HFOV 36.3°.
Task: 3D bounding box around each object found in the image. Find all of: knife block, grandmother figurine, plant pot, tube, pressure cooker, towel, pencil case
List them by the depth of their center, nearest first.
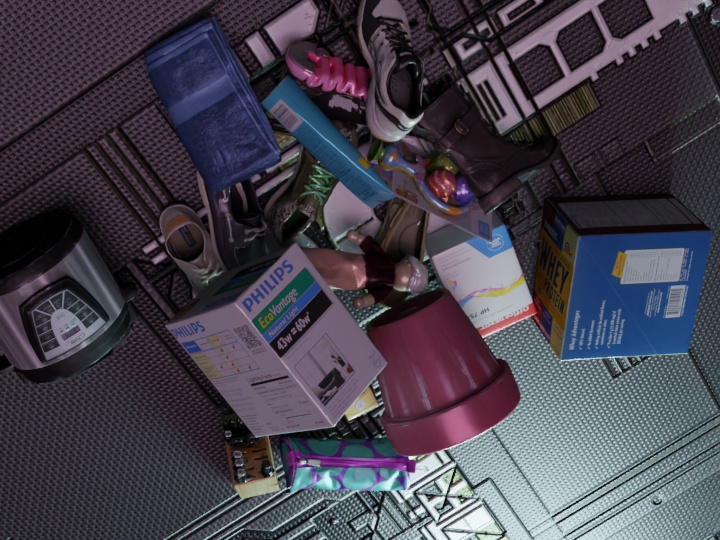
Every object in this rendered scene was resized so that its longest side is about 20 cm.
[{"bbox_3d":[-0.186,-0.205,1.379,0.111,0.049,0.201,-27,96,4],"label":"towel"},{"bbox_3d":[-0.039,-0.156,1.383,0.200,0.077,0.050,46,74,-9],"label":"tube"},{"bbox_3d":[-0.396,0.047,1.429,0.175,0.179,0.201,-8,122,28],"label":"pressure cooker"},{"bbox_3d":[0.000,0.000,1.482,0.198,0.122,0.061,6,158,-21],"label":"grandmother figurine"},{"bbox_3d":[0.100,0.133,1.523,0.199,0.200,0.180,-25,98,1],"label":"plant pot"},{"bbox_3d":[-0.156,0.290,1.592,0.063,0.176,0.201,-10,118,-5],"label":"knife block"},{"bbox_3d":[-0.022,0.295,1.670,0.198,0.092,0.086,2,79,-14],"label":"pencil case"}]

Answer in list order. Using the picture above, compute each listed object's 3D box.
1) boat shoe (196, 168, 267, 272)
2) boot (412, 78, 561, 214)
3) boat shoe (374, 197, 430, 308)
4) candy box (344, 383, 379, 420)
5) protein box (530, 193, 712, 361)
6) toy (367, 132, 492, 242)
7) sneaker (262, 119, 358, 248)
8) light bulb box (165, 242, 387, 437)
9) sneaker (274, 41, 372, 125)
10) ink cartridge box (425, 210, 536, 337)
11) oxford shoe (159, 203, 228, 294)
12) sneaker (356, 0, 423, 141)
[{"bbox_3d":[-0.159,-0.062,1.469,0.073,0.062,0.201,-41,124,-42],"label":"boat shoe"},{"bbox_3d":[0.169,-0.186,1.472,0.174,0.200,0.069,52,140,-1],"label":"boot"},{"bbox_3d":[0.059,-0.031,1.542,0.073,0.063,0.202,10,113,-16],"label":"boat shoe"},{"bbox_3d":[-0.044,0.099,1.555,0.056,0.117,0.201,-27,117,3],"label":"candy box"},{"bbox_3d":[0.370,0.008,1.584,0.198,0.135,0.200,-2,116,-10],"label":"protein box"},{"bbox_3d":[0.104,-0.127,1.472,0.199,0.116,0.047,22,136,-18],"label":"toy"},{"bbox_3d":[-0.060,-0.106,1.456,0.076,0.089,0.201,21,119,-23],"label":"sneaker"},{"bbox_3d":[-0.110,0.095,1.405,0.201,0.198,0.125,53,55,-14],"label":"light bulb box"},{"bbox_3d":[-0.023,-0.222,1.439,0.199,0.079,0.096,23,131,-20],"label":"sneaker"},{"bbox_3d":[0.179,0.024,1.591,0.115,0.067,0.201,-24,119,1],"label":"ink cartridge box"},{"bbox_3d":[-0.209,-0.003,1.506,0.075,0.058,0.201,-32,119,2],"label":"oxford shoe"},{"bbox_3d":[0.048,-0.266,1.372,0.075,0.088,0.202,-4,82,-26],"label":"sneaker"}]
